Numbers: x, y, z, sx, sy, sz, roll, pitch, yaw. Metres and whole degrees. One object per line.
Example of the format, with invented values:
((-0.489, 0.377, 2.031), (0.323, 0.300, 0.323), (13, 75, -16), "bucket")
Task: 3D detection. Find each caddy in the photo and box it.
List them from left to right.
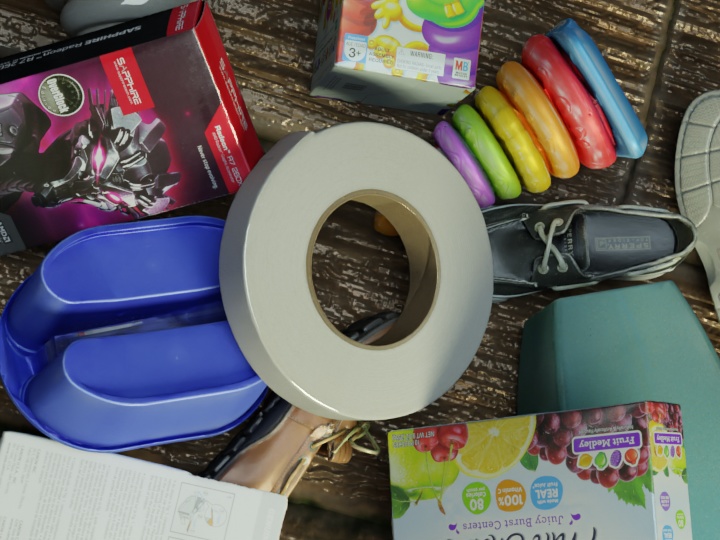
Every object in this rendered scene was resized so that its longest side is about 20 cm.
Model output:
((-0.145, 0.045, 1.360), (0.200, 0.105, 0.142), (-7, 70, -25), "caddy")

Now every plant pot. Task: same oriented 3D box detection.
((0.188, 0.116, 1.403), (0.141, 0.141, 0.200), (-8, 80, -12), "plant pot")

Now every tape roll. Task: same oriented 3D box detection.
((0.000, 0.000, 1.344), (0.202, 0.037, 0.203), (2, 86, -33), "tape roll")

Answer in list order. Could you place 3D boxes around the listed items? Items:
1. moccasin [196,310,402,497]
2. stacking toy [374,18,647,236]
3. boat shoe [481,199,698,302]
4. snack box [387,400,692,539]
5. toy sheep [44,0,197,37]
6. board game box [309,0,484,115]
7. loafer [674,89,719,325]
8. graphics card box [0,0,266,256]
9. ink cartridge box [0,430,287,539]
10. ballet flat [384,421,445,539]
((-0.031, 0.111, 1.391), (0.078, 0.074, 0.201), (43, 77, -8), "moccasin")
((0.094, -0.085, 1.438), (0.200, 0.116, 0.110), (-32, 95, 1), "stacking toy")
((0.143, -0.020, 1.446), (0.200, 0.064, 0.071), (-7, 84, -11), "boat shoe")
((0.115, 0.165, 1.305), (0.053, 0.200, 0.143), (7, 76, -53), "snack box")
((-0.160, -0.210, 1.375), (0.138, 0.138, 0.200), (-8, 85, -12), "toy sheep")
((0.032, -0.224, 1.429), (0.103, 0.105, 0.200), (8, 83, -11), "board game box")
((0.279, -0.032, 1.485), (0.072, 0.063, 0.200), (-13, 82, 21), "loafer")
((-0.177, -0.093, 1.337), (0.200, 0.051, 0.126), (-13, 121, 11), "graphics card box")
((-0.163, 0.208, 1.346), (0.200, 0.057, 0.163), (13, 80, 0), "ink cartridge box")
((0.067, 0.207, 1.402), (0.075, 0.068, 0.200), (-26, 74, 19), "ballet flat")
